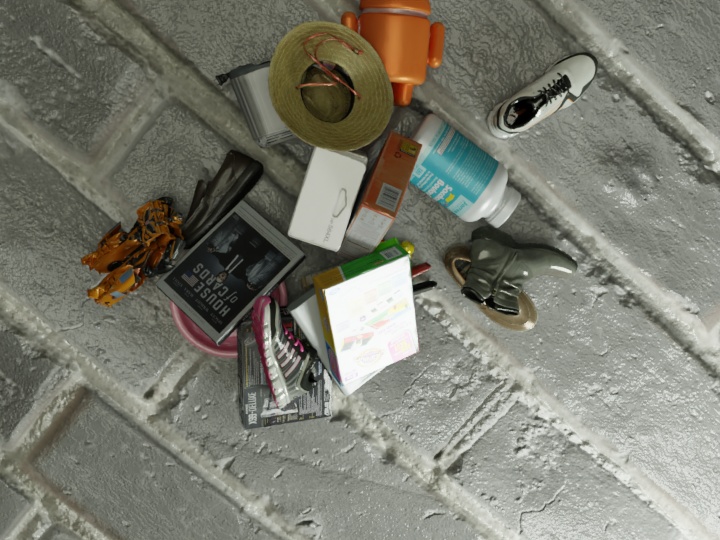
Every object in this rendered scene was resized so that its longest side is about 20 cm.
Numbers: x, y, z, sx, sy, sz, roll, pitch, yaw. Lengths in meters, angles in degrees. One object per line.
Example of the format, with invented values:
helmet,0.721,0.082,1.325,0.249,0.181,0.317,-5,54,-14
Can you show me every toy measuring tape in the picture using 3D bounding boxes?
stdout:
toy measuring tape,0.000,0.000,1.283,0.199,0.074,0.074,-22,100,10

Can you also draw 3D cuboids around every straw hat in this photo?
straw hat,-0.053,-0.255,1.118,0.200,0.085,0.202,5,75,-19

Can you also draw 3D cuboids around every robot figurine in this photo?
robot figurine,0.052,-0.361,1.189,0.143,0.117,0.201,8,103,20
robot figurine,-0.368,-0.035,1.243,0.200,0.058,0.145,-37,56,19

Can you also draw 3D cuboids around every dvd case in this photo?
dvd case,-0.209,0.000,1.226,0.150,0.025,0.200,40,76,17

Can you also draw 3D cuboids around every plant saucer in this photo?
plant saucer,-0.222,0.047,1.299,0.199,0.051,0.202,0,101,1

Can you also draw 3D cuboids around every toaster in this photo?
toaster,-0.120,-0.276,1.205,0.199,0.114,0.130,-19,103,-2

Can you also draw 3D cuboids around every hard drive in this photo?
hard drive,-0.020,0.099,1.261,0.132,0.026,0.200,-36,120,-11

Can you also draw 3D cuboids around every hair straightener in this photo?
hair straightener,0.041,0.060,1.301,0.199,0.041,0.077,-25,107,-3

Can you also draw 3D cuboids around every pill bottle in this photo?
pill bottle,0.160,-0.154,1.229,0.200,0.111,0.111,35,99,-6

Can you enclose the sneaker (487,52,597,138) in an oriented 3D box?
sneaker,0.301,-0.279,1.223,0.200,0.080,0.074,-37,97,5

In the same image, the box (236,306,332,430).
box,-0.127,0.162,1.283,0.157,0.050,0.201,-6,110,-19

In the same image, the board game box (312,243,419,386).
board game box,0.013,0.073,1.211,0.152,0.040,0.201,-21,126,-19

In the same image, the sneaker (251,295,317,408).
sneaker,-0.116,0.122,1.207,0.087,0.074,0.201,-17,117,-15

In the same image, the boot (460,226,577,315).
boot,0.259,0.018,1.248,0.199,0.068,0.131,16,67,-13

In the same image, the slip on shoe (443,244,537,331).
slip on shoe,0.223,0.034,1.291,0.076,0.061,0.200,-44,98,8

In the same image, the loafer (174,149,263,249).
loafer,-0.246,-0.119,1.264,0.071,0.073,0.200,43,95,4

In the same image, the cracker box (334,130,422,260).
cracker box,0.025,-0.106,1.175,0.057,0.200,0.134,23,68,-5

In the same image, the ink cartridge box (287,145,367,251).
ink cartridge box,-0.049,-0.125,1.189,0.084,0.200,0.147,18,100,-3
